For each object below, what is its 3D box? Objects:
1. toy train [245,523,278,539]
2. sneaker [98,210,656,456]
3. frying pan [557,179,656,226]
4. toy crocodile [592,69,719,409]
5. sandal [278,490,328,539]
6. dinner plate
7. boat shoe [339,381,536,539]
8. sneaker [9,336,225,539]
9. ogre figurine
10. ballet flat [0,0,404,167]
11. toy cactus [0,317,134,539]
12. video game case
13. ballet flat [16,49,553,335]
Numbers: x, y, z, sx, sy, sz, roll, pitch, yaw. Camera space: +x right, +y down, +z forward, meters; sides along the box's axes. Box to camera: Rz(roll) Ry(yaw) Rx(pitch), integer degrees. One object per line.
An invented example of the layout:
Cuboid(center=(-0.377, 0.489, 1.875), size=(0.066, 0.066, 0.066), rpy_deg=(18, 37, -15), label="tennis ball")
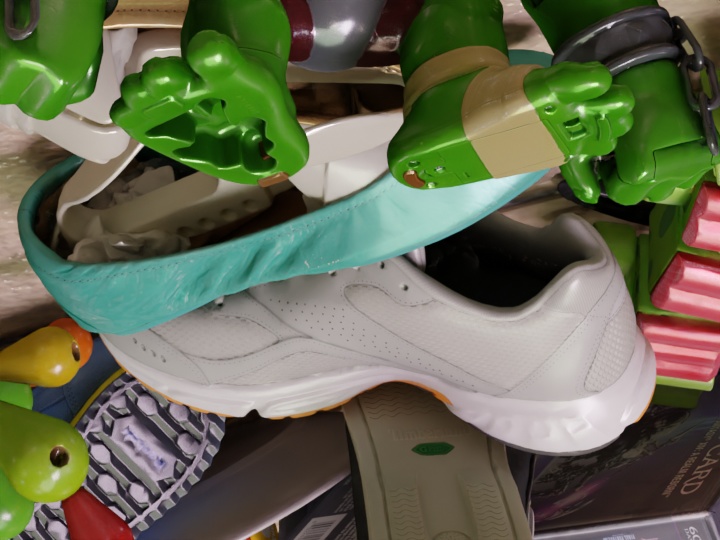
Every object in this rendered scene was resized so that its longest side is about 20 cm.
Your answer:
Cuboid(center=(-0.109, 0.146, 1.235), size=(0.150, 0.056, 0.200), rpy_deg=(-28, -174, -22), label="toy train")
Cuboid(center=(0.000, 0.000, 0.987), size=(0.199, 0.076, 0.092), rpy_deg=(5, 140, 15), label="sneaker")
Cuboid(center=(0.167, -0.007, 1.076), size=(0.189, 0.031, 0.115), rpy_deg=(7, 155, 5), label="frying pan")
Cuboid(center=(0.118, -0.005, 0.997), size=(0.067, 0.062, 0.200), rpy_deg=(10, 146, -5), label="toy crocodile")
Cuboid(center=(0.037, 0.103, 1.243), size=(0.043, 0.076, 0.200), rpy_deg=(-21, 170, 38), label="sandal")
Cuboid(center=(-0.079, 0.096, 1.172), size=(0.200, 0.024, 0.200), rpy_deg=(-25, -176, 2), label="dinner plate")
Cuboid(center=(0.027, 0.073, 1.029), size=(0.072, 0.200, 0.068), rpy_deg=(1, 128, 0), label="boat shoe")
Cuboid(center=(-0.138, 0.095, 1.094), size=(0.200, 0.078, 0.066), rpy_deg=(-41, 116, -6), label="sneaker")
Cuboid(center=(-0.006, -0.082, 0.742), size=(0.199, 0.120, 0.098), rpy_deg=(-4, 153, -9), label="ogre figurine")
Cuboid(center=(-0.054, -0.061, 0.853), size=(0.199, 0.063, 0.069), rpy_deg=(-1, 157, -9), label="ballet flat")
Cuboid(center=(-0.148, 0.022, 0.966), size=(0.102, 0.200, 0.165), rpy_deg=(-39, 116, -8), label="toy cactus")
Cuboid(center=(0.074, 0.073, 1.108), size=(0.199, 0.019, 0.143), rpy_deg=(-11, -159, 35), label="video game case")
Cuboid(center=(-0.029, -0.032, 0.933), size=(0.200, 0.068, 0.070), rpy_deg=(-20, 141, 27), label="ballet flat")
